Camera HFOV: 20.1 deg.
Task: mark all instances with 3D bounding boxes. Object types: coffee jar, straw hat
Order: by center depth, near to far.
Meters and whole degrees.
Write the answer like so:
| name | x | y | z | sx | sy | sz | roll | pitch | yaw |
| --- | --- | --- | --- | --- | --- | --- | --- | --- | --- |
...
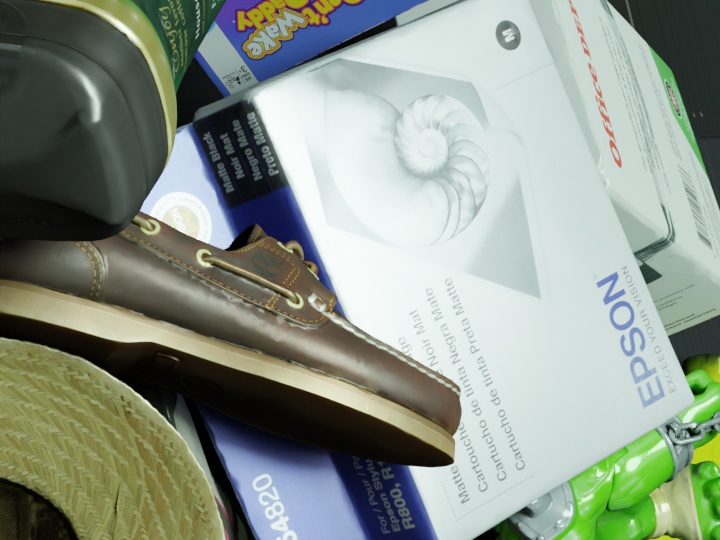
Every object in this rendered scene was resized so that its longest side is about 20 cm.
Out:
| name | x | y | z | sx | sy | sz | roll | pitch | yaw |
| --- | --- | --- | --- | --- | --- | --- | --- | --- | --- |
| coffee jar | -0.098 | -0.098 | 0.705 | 0.201 | 0.103 | 0.086 | -73 | 161 | -44 |
| straw hat | -0.151 | 0.112 | 0.750 | 0.199 | 0.085 | 0.203 | -1 | 97 | -12 |

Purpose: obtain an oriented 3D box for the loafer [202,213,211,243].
| name | x | y | z | sx | sy | sz | roll | pitch | yaw |
| --- | --- | --- | --- | --- | --- | --- | --- | --- | --- |
| loafer | 0.000 | 0.000 | 0.870 | 0.199 | 0.071 | 0.074 | 15 | 71 | -41 |

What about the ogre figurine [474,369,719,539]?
| name | x | y | z | sx | sy | sz | roll | pitch | yaw |
| --- | --- | --- | --- | --- | --- | --- | --- | --- | --- |
| ogre figurine | 0.094 | 0.143 | 0.927 | 0.119 | 0.200 | 0.099 | -14 | 65 | -39 |

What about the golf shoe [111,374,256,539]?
| name | x | y | z | sx | sy | sz | roll | pitch | yaw |
| --- | --- | --- | --- | --- | --- | --- | --- | --- | --- |
| golf shoe | -0.078 | 0.111 | 0.823 | 0.088 | 0.077 | 0.202 | -38 | 126 | -52 |

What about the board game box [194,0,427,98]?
| name | x | y | z | sx | sy | sz | roll | pitch | yaw |
| --- | --- | --- | --- | --- | --- | --- | --- | --- | --- |
| board game box | -0.003 | -0.174 | 0.904 | 0.045 | 0.134 | 0.201 | 53 | 28 | -29 |

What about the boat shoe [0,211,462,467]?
| name | x | y | z | sx | sy | sz | roll | pitch | yaw |
| --- | --- | --- | --- | --- | --- | --- | --- | --- | --- |
| boat shoe | -0.048 | 0.014 | 0.738 | 0.199 | 0.070 | 0.071 | 22 | 68 | -20 |

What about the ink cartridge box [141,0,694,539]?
| name | x | y | z | sx | sy | sz | roll | pitch | yaw |
| --- | --- | --- | --- | --- | --- | --- | --- | --- | --- |
| ink cartridge box | 0.020 | 0.007 | 0.817 | 0.199 | 0.041 | 0.201 | -27 | 96 | -28 |

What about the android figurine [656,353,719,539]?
| name | x | y | z | sx | sy | sz | roll | pitch | yaw |
| --- | --- | --- | --- | --- | --- | --- | --- | --- | --- |
| android figurine | 0.169 | 0.134 | 1.087 | 0.181 | 0.041 | 0.202 | 24 | 59 | -36 |

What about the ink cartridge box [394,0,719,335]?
| name | x | y | z | sx | sy | sz | roll | pitch | yaw |
| --- | --- | --- | --- | --- | --- | --- | --- | --- | --- |
| ink cartridge box | 0.105 | -0.059 | 0.999 | 0.200 | 0.083 | 0.148 | 32 | 40 | -57 |
